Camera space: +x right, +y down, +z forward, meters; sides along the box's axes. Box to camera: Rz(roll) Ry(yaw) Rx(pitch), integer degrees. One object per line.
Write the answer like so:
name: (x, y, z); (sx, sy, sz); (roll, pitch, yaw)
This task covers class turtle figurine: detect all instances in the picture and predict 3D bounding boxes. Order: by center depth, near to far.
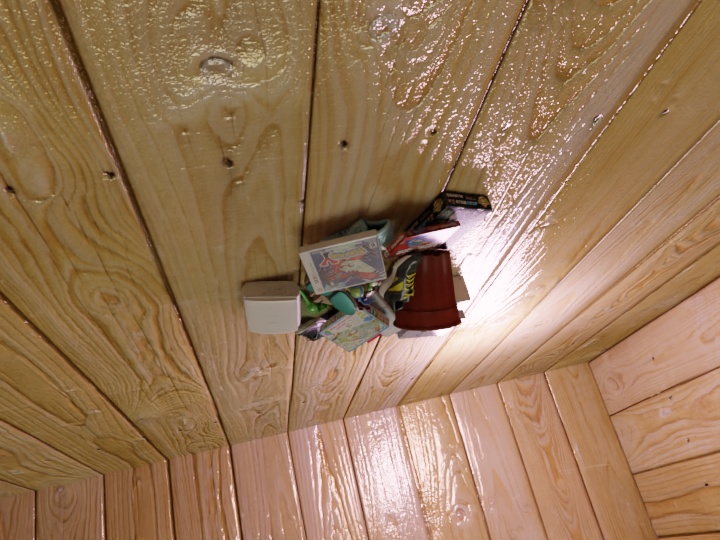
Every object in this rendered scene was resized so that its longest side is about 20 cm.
turtle figurine: (0.000, 0.000, 1.595); (0.144, 0.201, 0.193); (-45, 169, 12)

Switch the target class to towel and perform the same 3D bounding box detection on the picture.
towel: (-0.189, 0.119, 1.774); (0.146, 0.038, 0.197); (-30, 153, 29)

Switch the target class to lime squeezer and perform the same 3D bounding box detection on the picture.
lime squeezer: (-0.131, 0.094, 1.716); (0.037, 0.073, 0.197); (-24, 155, 33)

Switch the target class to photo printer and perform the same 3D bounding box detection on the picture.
photo printer: (-0.251, 0.113, 1.630); (0.160, 0.071, 0.203); (0, 144, -6)

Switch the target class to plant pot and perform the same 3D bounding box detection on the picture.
plant pot: (0.181, 0.047, 1.598); (0.193, 0.203, 0.201); (-4, -173, 0)

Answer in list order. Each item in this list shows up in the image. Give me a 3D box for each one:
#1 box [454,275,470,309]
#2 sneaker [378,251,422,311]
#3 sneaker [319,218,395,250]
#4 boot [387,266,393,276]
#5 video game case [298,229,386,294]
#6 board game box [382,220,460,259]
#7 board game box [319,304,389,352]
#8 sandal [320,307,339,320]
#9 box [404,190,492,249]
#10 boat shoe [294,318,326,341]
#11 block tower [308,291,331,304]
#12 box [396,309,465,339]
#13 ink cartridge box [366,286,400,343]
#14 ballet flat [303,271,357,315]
box: (0.305, 0.106, 1.974); (0.075, 0.098, 0.202); (-8, 153, -14)
sneaker: (0.119, 0.030, 1.493); (0.073, 0.086, 0.202); (-17, 153, -33)
sneaker: (-0.011, -0.094, 1.422); (0.193, 0.075, 0.084); (-9, 126, -3)
boot: (0.170, 0.030, 1.765); (0.192, 0.076, 0.156); (2, 152, -8)
video game case: (-0.040, -0.016, 1.421); (0.193, 0.024, 0.184); (-13, 144, 3)
board game box: (0.154, -0.077, 1.425); (0.196, 0.020, 0.103); (-14, 160, -37)
board game box: (-0.020, 0.175, 1.792); (0.133, 0.035, 0.198); (34, 131, -25)
sandal: (-0.048, 0.173, 1.848); (0.195, 0.049, 0.076); (20, 142, 8)
box: (0.225, -0.126, 1.497); (0.155, 0.047, 0.200); (0, 151, -32)
boat shoe: (-0.151, 0.196, 1.864); (0.073, 0.064, 0.199); (-23, 171, 17)
block tower: (-0.065, 0.068, 1.720); (0.196, 0.056, 0.057); (10, 147, -42)
box: (0.234, 0.179, 1.900); (0.194, 0.037, 0.145); (1, 151, -30)
ink cartridge box: (0.032, 0.153, 1.846); (0.198, 0.161, 0.048); (-35, -168, 37)
ballet flat: (-0.080, 0.051, 1.622); (0.067, 0.077, 0.198); (-32, 131, 31)
